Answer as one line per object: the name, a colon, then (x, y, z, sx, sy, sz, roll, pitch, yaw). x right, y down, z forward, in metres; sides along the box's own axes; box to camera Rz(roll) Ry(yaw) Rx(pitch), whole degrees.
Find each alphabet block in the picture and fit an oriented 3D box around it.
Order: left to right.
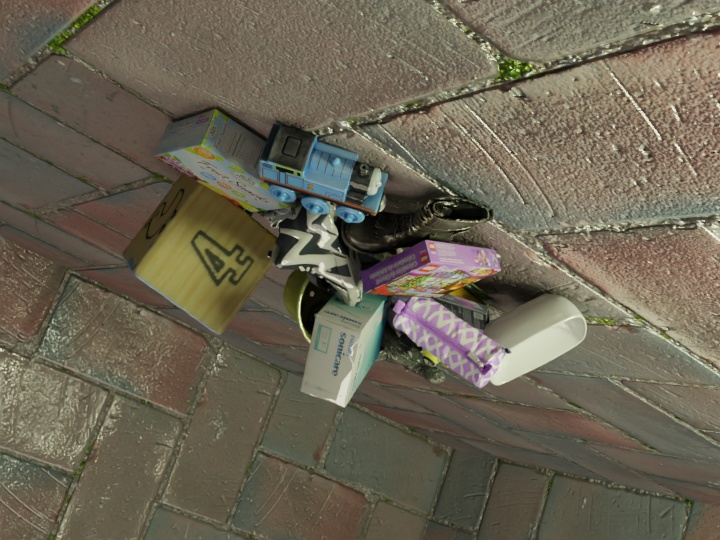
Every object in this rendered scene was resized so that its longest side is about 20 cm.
alphabet block: (-0.282, -0.036, 1.624, 0.196, 0.201, 0.195, 38, 176, -24)

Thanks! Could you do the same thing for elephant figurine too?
elephant figurine: (0.054, 0.129, 1.738, 0.154, 0.143, 0.200, -7, -162, -22)

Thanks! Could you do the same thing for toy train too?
toy train: (-0.055, -0.137, 1.327, 0.198, 0.087, 0.114, 18, 157, 3)

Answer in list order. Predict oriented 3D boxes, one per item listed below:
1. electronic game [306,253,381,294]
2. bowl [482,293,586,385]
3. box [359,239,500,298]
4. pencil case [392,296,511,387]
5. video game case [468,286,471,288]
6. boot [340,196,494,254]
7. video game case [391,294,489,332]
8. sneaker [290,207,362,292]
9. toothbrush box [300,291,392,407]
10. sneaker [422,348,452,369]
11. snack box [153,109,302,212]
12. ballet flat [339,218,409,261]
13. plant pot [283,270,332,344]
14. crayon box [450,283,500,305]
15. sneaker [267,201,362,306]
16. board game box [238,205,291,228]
electronic game: (0.000, 0.000, 1.653, 0.198, 0.042, 0.200, -2, 156, -1)
bowl: (0.301, 0.116, 1.629, 0.199, 0.075, 0.200, -27, 157, 5)
box: (0.113, 0.002, 1.445, 0.136, 0.039, 0.199, -27, 160, 36)
pencil case: (0.148, 0.116, 1.526, 0.199, 0.084, 0.085, 33, -165, 21)
video game case: (0.097, -0.005, 1.717, 0.199, 0.018, 0.143, 25, 165, -15)
boot: (0.082, -0.076, 1.365, 0.198, 0.070, 0.174, -1, 169, -14)
video game case: (0.135, 0.063, 1.637, 0.198, 0.019, 0.143, 19, 164, 14)
sneaker: (-0.072, -0.056, 1.511, 0.201, 0.079, 0.075, 57, 146, -7)
toothbrush box: (-0.020, 0.114, 1.541, 0.084, 0.148, 0.200, 17, -155, 10)
sneaker: (0.177, 0.144, 1.715, 0.075, 0.077, 0.199, 18, -175, 44)
snack box: (-0.200, -0.168, 1.440, 0.199, 0.068, 0.168, 29, 163, -34)
ballet flat: (0.048, -0.049, 1.529, 0.198, 0.076, 0.064, 16, 157, 9)
plant pot: (-0.071, 0.059, 1.888, 0.199, 0.202, 0.184, 28, 176, -26)
crayon box: (0.147, 0.054, 1.724, 0.199, 0.052, 0.125, 4, 158, 46)
sneaker: (-0.078, -0.018, 1.451, 0.128, 0.080, 0.200, -13, 129, 15)
board game box: (-0.106, -0.075, 1.691, 0.199, 0.026, 0.200, 6, 155, 48)
